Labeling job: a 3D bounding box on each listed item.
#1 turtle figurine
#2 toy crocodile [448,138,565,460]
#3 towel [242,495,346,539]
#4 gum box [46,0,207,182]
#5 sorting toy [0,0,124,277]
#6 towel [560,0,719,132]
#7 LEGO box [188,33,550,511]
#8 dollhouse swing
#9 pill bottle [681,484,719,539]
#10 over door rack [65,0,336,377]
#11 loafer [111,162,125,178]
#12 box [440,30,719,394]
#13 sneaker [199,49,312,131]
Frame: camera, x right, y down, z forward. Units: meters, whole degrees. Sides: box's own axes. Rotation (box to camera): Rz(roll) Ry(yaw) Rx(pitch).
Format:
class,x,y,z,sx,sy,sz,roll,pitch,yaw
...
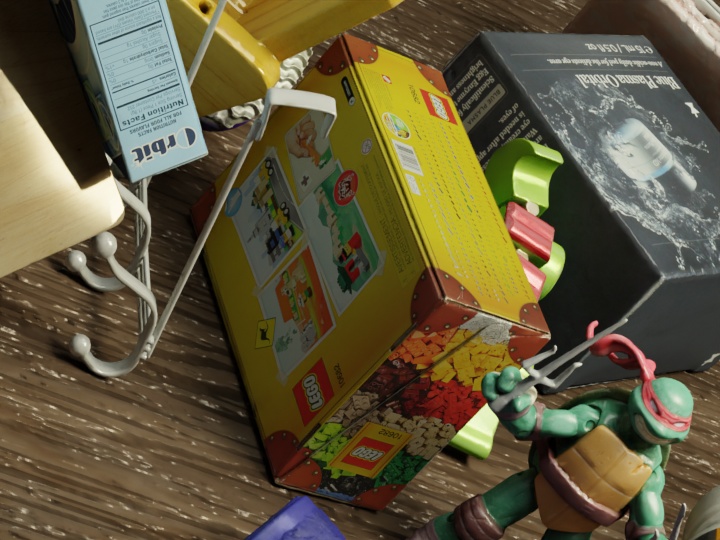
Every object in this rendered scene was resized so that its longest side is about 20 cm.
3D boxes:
class,x,y,z,sx,sy,sz,roll,pitch,yaw
turtle figurine,0.112,0.113,1.462,0.150,0.200,0.101,45,29,6
toy crocodile,0.078,0.016,1.647,0.067,0.062,0.200,31,55,-20
towel,-0.005,0.212,1.351,0.200,0.050,0.148,47,36,7
gum box,-0.141,-0.163,1.373,0.044,0.200,0.170,-21,27,-14
sorting toy,-0.237,-0.078,1.327,0.200,0.070,0.199,-25,101,-32
towel,0.228,-0.118,1.956,0.032,0.191,0.200,-43,87,-20
LEGO box,0.000,0.000,1.528,0.077,0.149,0.200,18,38,-37
dollhouse swing,-0.044,-0.211,1.569,0.182,0.176,0.200,42,47,-6
pill bottle,0.215,0.204,1.553,0.116,0.116,0.200,36,30,-12
over door rack,-0.094,-0.065,1.447,0.066,0.200,0.148,24,34,-25
loafer,-0.137,-0.129,1.613,0.075,0.070,0.200,28,32,-24
box,0.148,-0.040,1.797,0.196,0.117,0.200,-5,55,-53
sneaker,-0.072,-0.148,1.704,0.069,0.099,0.200,32,53,-17
